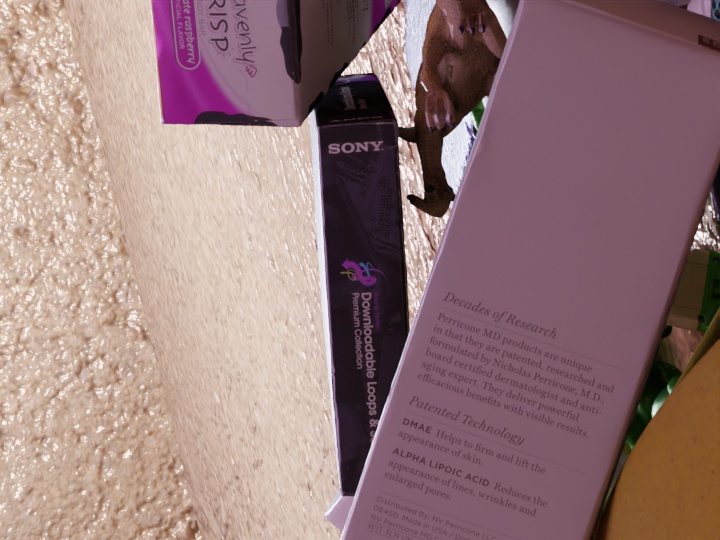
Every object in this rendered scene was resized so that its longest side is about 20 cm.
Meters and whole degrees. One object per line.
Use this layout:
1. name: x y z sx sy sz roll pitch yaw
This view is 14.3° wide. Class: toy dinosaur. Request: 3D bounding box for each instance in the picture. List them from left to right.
1. toy dinosaur: 0.040 -0.076 1.105 0.200 0.058 0.102 86 177 -61

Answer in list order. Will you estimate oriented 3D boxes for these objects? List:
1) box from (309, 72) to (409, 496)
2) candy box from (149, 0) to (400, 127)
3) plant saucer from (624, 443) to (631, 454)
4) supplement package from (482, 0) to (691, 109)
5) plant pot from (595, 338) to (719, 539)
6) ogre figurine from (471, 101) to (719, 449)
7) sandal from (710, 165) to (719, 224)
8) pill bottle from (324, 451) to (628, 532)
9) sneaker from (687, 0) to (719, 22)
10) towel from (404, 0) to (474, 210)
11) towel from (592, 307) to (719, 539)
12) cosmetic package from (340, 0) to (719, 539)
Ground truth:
1. box: 0.000 0.000 1.157 0.200 0.036 0.144 -110 16 -81
2. candy box: -0.031 -0.152 1.153 0.200 0.061 0.137 -57 -34 -66
3. plant saucer: 0.124 0.107 1.452 0.200 0.048 0.201 143 111 -76
4. supplement package: 0.094 -0.139 1.127 0.114 0.109 0.201 143 110 -77
5. plant pot: 0.184 0.115 0.889 0.194 0.195 0.201 -124 28 -56
6. ogre figurine: 0.105 0.008 1.278 0.200 0.098 0.120 34 156 13
7. sandal: 0.176 0.025 1.083 0.075 0.045 0.200 -89 -21 -51
8. pill bottle: 0.090 0.131 1.271 0.200 0.117 0.116 36 165 0
9. sneaker: 0.155 -0.111 0.988 0.091 0.077 0.201 176 77 -74
10. towel: 0.062 -0.126 1.455 0.200 0.049 0.148 95 164 -59
11. towel: 0.110 0.103 1.051 0.018 0.200 0.086 10 138 31
12. cosmetic package: 0.063 0.005 0.955 0.113 0.081 0.201 -57 -16 -80
